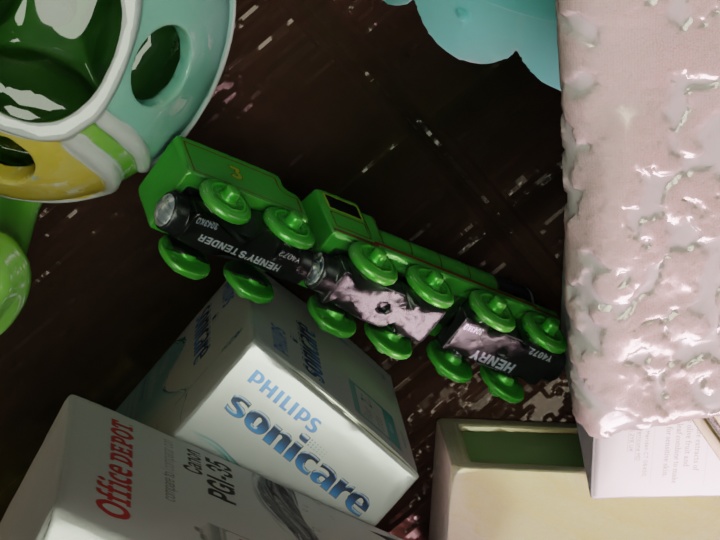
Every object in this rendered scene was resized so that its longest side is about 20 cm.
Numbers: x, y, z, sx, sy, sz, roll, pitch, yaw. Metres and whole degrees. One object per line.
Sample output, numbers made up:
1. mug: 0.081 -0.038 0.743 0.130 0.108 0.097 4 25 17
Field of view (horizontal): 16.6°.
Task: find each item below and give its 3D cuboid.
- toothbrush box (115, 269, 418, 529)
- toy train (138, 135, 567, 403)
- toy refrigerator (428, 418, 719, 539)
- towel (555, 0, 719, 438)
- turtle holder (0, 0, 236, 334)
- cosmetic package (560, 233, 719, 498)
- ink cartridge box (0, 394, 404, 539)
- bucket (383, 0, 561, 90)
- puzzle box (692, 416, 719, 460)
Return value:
1. toothbrush box: -0.076 0.107 0.969 0.085 0.146 0.200 39 96 -10
2. toy train: 0.000 0.000 0.964 0.200 0.056 0.042 22 119 -34
3. toy refrigerator: 0.131 0.101 1.014 0.199 0.076 0.070 3 102 -3
4. towel: 0.159 -0.046 0.814 0.191 0.032 0.200 -8 117 -8
5. turtle holder: -0.129 -0.084 0.933 0.186 0.132 0.141 -44 101 6
6. cosmetic package: 0.184 0.027 0.977 0.199 0.108 0.085 -3 122 -3
7. ink cartridge box: -0.028 0.131 0.827 0.200 0.147 0.083 25 99 -9
8. bucket: 0.092 -0.179 0.876 0.207 0.208 0.135 -1 146 -3
9. puzzle box: 0.210 0.065 0.924 0.133 0.025 0.200 -30 118 16
